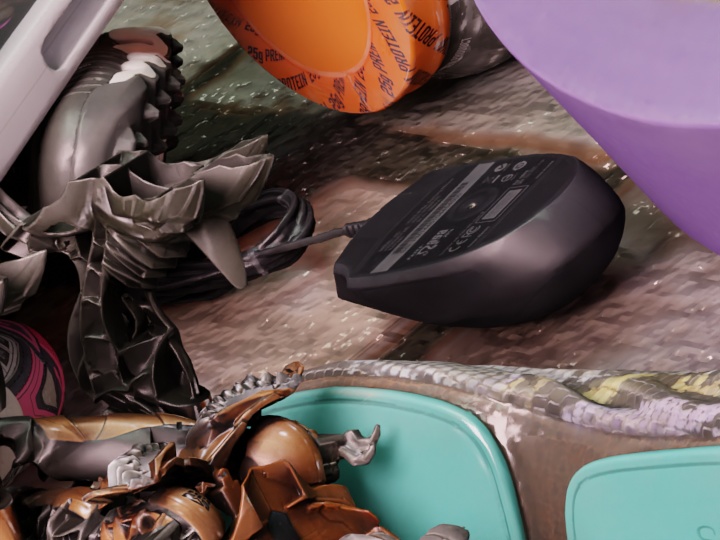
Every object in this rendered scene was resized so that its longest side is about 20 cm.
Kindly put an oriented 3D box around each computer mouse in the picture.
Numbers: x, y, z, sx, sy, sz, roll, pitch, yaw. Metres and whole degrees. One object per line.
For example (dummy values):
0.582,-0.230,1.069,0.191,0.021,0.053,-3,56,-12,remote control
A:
0.000,0.000,0.825,0.059,0.034,0.200,-44,23,-30,computer mouse

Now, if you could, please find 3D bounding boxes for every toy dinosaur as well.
-0.062,0.052,0.643,0.200,0.136,0.102,-5,18,20,toy dinosaur

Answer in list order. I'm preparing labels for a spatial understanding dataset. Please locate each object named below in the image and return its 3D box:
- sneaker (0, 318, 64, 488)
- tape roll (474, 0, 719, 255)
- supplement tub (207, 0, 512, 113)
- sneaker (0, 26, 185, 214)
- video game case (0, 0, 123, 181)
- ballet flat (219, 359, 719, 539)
-0.174,0.054,0.837,0.200,0.081,0.075,-4,16,27,sneaker
0.128,-0.101,0.726,0.200,0.085,0.200,-19,53,27,tape roll
0.044,-0.143,0.944,0.122,0.123,0.200,5,40,49,supplement tub
-0.098,-0.039,0.880,0.090,0.067,0.200,4,10,-4,sneaker
-0.143,-0.071,0.877,0.200,0.023,0.182,-9,37,38,video game case
0.053,0.052,0.638,0.200,0.072,0.072,1,36,45,ballet flat
